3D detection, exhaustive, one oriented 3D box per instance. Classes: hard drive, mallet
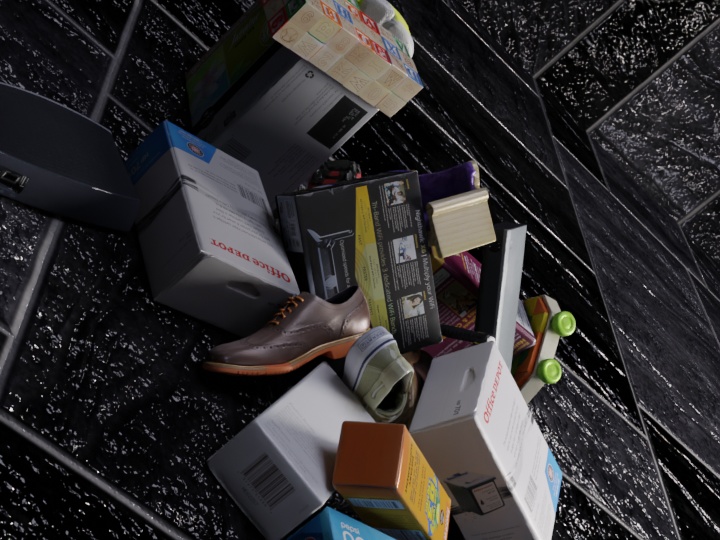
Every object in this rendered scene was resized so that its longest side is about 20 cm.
[{"bbox_3d":[-0.306,-0.116,1.240,0.200,0.042,0.135,20,36,-52],"label":"hard drive"},{"bbox_3d":[0.166,0.045,1.538,0.033,0.201,0.140,7,7,15],"label":"hard drive"},{"bbox_3d":[0.074,0.065,1.508,0.066,0.041,0.200,24,-9,-35],"label":"mallet"}]

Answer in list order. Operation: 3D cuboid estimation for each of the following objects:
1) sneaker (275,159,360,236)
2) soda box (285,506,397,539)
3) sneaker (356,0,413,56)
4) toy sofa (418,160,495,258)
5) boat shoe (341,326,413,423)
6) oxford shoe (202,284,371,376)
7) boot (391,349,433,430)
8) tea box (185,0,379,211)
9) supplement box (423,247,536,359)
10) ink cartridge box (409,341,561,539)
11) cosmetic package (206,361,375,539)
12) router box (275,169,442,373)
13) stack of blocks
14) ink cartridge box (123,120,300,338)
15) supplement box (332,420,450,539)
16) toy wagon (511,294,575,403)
[{"bbox_3d":[-0.051,-0.054,1.583,0.201,0.070,0.098,-56,146,-48],"label":"sneaker"},{"bbox_3d":[0.021,0.294,1.179,0.200,0.064,0.068,32,27,-36],"label":"soda box"},{"bbox_3d":[-0.008,-0.341,1.598,0.200,0.076,0.105,43,21,-15],"label":"sneaker"},{"bbox_3d":[0.066,-0.066,1.504,0.082,0.200,0.098,-17,97,-28],"label":"toy sofa"},{"bbox_3d":[0.017,0.130,1.329,0.062,0.072,0.200,52,-17,22],"label":"boat shoe"},{"bbox_3d":[-0.075,0.061,1.284,0.199,0.071,0.073,-13,102,-39],"label":"oxford shoe"},{"bbox_3d":[0.088,0.164,1.503,0.166,0.072,0.200,35,21,-25],"label":"boot"},{"bbox_3d":[-0.104,-0.225,1.596,0.133,0.200,0.197,33,26,-34],"label":"tea box"},{"bbox_3d":[0.113,0.049,1.664,0.200,0.131,0.103,40,22,-25],"label":"supplement box"},{"bbox_3d":[0.143,0.205,1.411,0.201,0.085,0.147,60,27,-20],"label":"ink cartridge box"},{"bbox_3d":[-0.058,0.169,1.220,0.102,0.074,0.200,51,20,3],"label":"cosmetic package"},{"bbox_3d":[0.000,0.000,1.400,0.156,0.052,0.201,-13,100,-28],"label":"router box"},{"bbox_3d":[-0.024,-0.277,1.485,0.200,0.059,0.116,30,31,-39],"label":"stack of blocks"},{"bbox_3d":[-0.160,-0.042,1.344,0.146,0.086,0.201,28,32,-43],"label":"ink cartridge box"},{"bbox_3d":[0.034,0.212,1.216,0.200,0.068,0.067,63,32,-57],"label":"supplement box"},{"bbox_3d":[0.212,0.130,1.698,0.039,0.155,0.201,28,68,-21],"label":"toy wagon"}]
